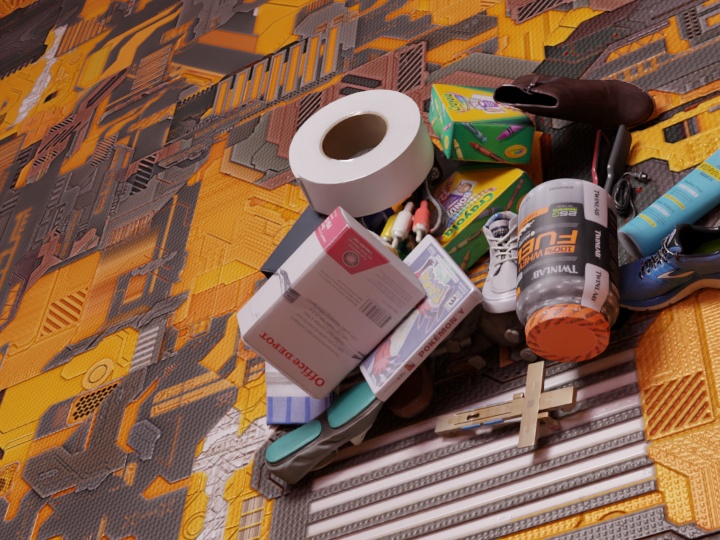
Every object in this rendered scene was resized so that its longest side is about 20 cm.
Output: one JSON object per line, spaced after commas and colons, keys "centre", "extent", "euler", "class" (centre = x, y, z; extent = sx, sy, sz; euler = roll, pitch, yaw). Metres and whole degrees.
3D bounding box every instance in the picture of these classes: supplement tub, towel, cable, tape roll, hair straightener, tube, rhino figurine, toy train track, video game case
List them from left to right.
{"centre": [-0.083, 0.113, 1.785], "extent": [0.147, 0.024, 0.201], "euler": [-5, 83, 43], "class": "towel"}
{"centre": [0.001, -0.167, 1.853], "extent": [0.202, 0.071, 0.203], "euler": [-14, 43, 13], "class": "tape roll"}
{"centre": [0.060, 0.056, 1.675], "extent": [0.182, 0.023, 0.200], "euler": [-47, 25, 6], "class": "video game case"}
{"centre": [0.081, -0.110, 1.820], "extent": [0.097, 0.050, 0.200], "euler": [-16, 52, 35], "class": "cable"}
{"centre": [0.179, 0.176, 1.566], "extent": [0.200, 0.033, 0.115], "euler": [-18, 45, 37], "class": "toy train track"}
{"centre": [0.210, 0.068, 1.634], "extent": [0.200, 0.060, 0.088], "euler": [-10, 33, 31], "class": "rhino figurine"}
{"centre": [0.247, 0.001, 1.551], "extent": [0.122, 0.123, 0.200], "euler": [-17, 48, 28], "class": "supplement tub"}
{"centre": [0.344, -0.121, 1.749], "extent": [0.077, 0.041, 0.200], "euler": [-12, 41, 34], "class": "hair straightener"}
{"centre": [0.417, -0.089, 1.645], "extent": [0.200, 0.050, 0.077], "euler": [-38, 46, -8], "class": "tube"}

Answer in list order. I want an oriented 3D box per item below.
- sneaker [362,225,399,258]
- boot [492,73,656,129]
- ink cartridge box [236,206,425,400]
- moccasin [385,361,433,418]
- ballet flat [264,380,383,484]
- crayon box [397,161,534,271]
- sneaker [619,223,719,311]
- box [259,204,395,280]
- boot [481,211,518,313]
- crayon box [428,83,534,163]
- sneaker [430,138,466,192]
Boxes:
{"centre": [0.000, 0.000, 1.801], "extent": [0.088, 0.200, 0.076], "euler": [43, 62, 17], "class": "sneaker"}
{"centre": [0.296, -0.230, 1.799], "extent": [0.200, 0.073, 0.166], "euler": [12, 16, 22], "class": "boot"}
{"centre": [-0.041, 0.043, 1.660], "extent": [0.200, 0.146, 0.083], "euler": [-45, 23, 9], "class": "ink cartridge box"}
{"centre": [0.050, 0.115, 1.711], "extent": [0.074, 0.078, 0.202], "euler": [-25, 36, 15], "class": "moccasin"}
{"centre": [-0.033, 0.210, 1.687], "extent": [0.200, 0.064, 0.067], "euler": [-34, 31, 13], "class": "ballet flat"}
{"centre": [0.144, -0.072, 1.850], "extent": [0.200, 0.058, 0.119], "euler": [-43, 34, -7], "class": "crayon box"}
{"centre": [0.376, -0.016, 1.551], "extent": [0.200, 0.089, 0.079], "euler": [-20, 37, 29], "class": "sneaker"}
{"centre": [-0.033, -0.027, 1.902], "extent": [0.079, 0.141, 0.200], "euler": [8, 55, 48], "class": "box"}
{"centre": [0.182, -0.016, 1.664], "extent": [0.073, 0.096, 0.200], "euler": [-14, 14, 9], "class": "boot"}
{"centre": [0.171, -0.214, 1.880], "extent": [0.118, 0.058, 0.200], "euler": [3, 23, -7], "class": "crayon box"}
{"centre": [0.136, -0.175, 1.941], "extent": [0.075, 0.116, 0.200], "euler": [8, 55, 47], "class": "sneaker"}
